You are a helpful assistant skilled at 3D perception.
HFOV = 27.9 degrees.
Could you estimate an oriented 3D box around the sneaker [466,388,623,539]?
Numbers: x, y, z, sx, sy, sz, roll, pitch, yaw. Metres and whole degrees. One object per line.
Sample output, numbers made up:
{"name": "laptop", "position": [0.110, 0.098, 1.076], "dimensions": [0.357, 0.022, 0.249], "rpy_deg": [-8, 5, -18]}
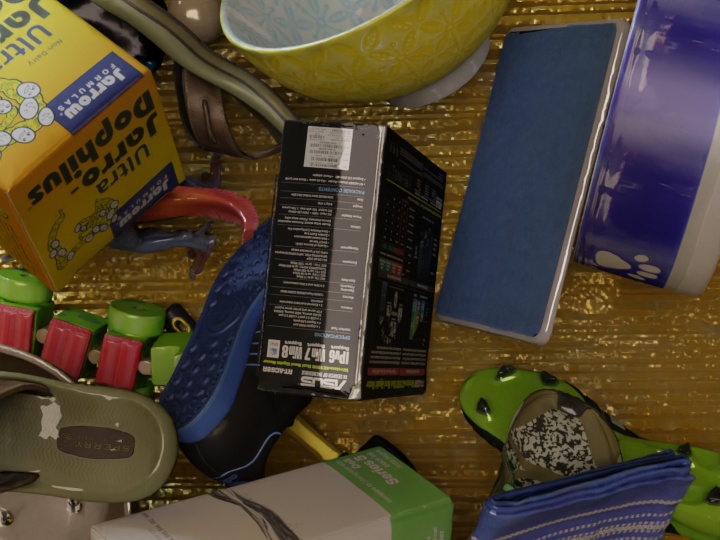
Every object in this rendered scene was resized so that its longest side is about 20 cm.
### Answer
{"name": "sneaker", "position": [0.096, 0.161, 0.859], "dimensions": [0.077, 0.089, 0.200], "rpy_deg": [24, 125, 15]}

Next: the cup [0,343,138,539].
{"name": "cup", "position": [-0.223, 0.146, 0.911], "dimensions": [0.200, 0.143, 0.201], "rpy_deg": [0, 86, 6]}

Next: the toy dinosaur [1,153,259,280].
{"name": "toy dinosaur", "position": [-0.177, -0.067, 0.921], "dimensions": [0.181, 0.200, 0.105], "rpy_deg": [17, 71, -24]}

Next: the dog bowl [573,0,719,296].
{"name": "dog bowl", "position": [0.187, -0.090, 0.852], "dimensions": [0.079, 0.200, 0.201], "rpy_deg": [15, 88, 8]}

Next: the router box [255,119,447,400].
{"name": "router box", "position": [0.000, 0.000, 0.867], "dimensions": [0.062, 0.200, 0.150], "rpy_deg": [4, 87, 13]}

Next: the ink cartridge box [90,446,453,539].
{"name": "ink cartridge box", "position": [-0.052, 0.203, 0.847], "dimensions": [0.200, 0.084, 0.146], "rpy_deg": [-10, 115, -31]}

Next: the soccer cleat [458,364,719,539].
{"name": "soccer cleat", "position": [0.150, 0.123, 0.912], "dimensions": [0.200, 0.081, 0.068], "rpy_deg": [23, 54, 24]}

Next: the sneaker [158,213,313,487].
{"name": "sneaker", "position": [-0.058, 0.046, 0.919], "dimensions": [0.070, 0.078, 0.200], "rpy_deg": [-7, 44, 41]}

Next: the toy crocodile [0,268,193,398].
{"name": "toy crocodile", "position": [-0.192, 0.046, 0.948], "dimensions": [0.200, 0.062, 0.068], "rpy_deg": [14, 101, 7]}

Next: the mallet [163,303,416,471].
{"name": "mallet", "position": [-0.060, 0.100, 0.952], "dimensions": [0.200, 0.041, 0.066], "rpy_deg": [33, 88, 11]}

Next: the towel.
{"name": "towel", "position": [0.112, 0.194, 0.845], "dimensions": [0.144, 0.024, 0.200], "rpy_deg": [-8, 128, -28]}

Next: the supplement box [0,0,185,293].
{"name": "supplement box", "position": [-0.217, -0.102, 0.854], "dimensions": [0.200, 0.110, 0.109], "rpy_deg": [37, 69, 23]}

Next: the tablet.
{"name": "tablet", "position": [0.105, -0.058, 0.905], "dimensions": [0.014, 0.130, 0.201], "rpy_deg": [15, 89, -28]}

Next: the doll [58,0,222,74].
{"name": "doll", "position": [-0.191, -0.170, 0.972], "dimensions": [0.199, 0.048, 0.137], "rpy_deg": [-1, 81, 6]}

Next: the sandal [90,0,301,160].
{"name": "sandal", "position": [-0.100, -0.112, 0.927], "dimensions": [0.201, 0.080, 0.057], "rpy_deg": [38, 90, -13]}

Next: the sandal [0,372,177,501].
{"name": "sandal", "position": [-0.203, 0.092, 0.803], "dimensions": [0.200, 0.057, 0.080], "rpy_deg": [-2, 86, 7]}

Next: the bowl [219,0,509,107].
{"name": "bowl", "position": [0.023, -0.168, 0.909], "dimensions": [0.200, 0.200, 0.108], "rpy_deg": [-35, 127, 3]}
